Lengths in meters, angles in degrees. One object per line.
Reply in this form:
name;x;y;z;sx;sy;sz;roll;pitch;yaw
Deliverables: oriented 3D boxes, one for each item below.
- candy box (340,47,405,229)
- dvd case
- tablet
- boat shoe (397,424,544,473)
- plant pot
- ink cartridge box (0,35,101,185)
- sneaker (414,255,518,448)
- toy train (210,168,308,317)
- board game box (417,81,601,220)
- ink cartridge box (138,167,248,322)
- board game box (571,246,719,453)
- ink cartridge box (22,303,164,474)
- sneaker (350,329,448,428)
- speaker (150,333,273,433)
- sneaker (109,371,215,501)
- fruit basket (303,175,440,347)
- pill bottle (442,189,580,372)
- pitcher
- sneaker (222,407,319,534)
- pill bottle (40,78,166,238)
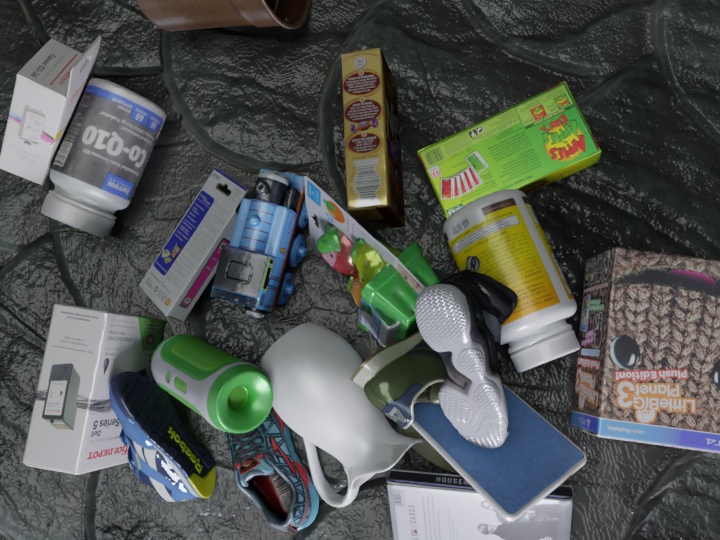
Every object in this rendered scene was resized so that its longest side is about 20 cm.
candy box;0.017;-0.162;0.873;0.056;0.117;0.200;-6;81;12
dvd case;0.134;0.294;0.781;0.200;0.025;0.150;2;122;14
tablet;0.138;0.176;0.773;0.130;0.014;0.200;-25;48;-30
boat shoe;0.143;0.202;0.820;0.201;0.063;0.074;10;124;24
plant pot;-0.196;-0.419;0.933;0.198;0.200;0.201;-1;81;21
ink cartridge box;-0.425;-0.232;0.941;0.067;0.117;0.200;24;128;-17
sneaker;0.131;0.084;0.729;0.075;0.114;0.200;-2;117;41
toy train;-0.121;-0.038;0.890;0.087;0.114;0.200;14;86;15
board game box;0.184;-0.143;0.865;0.200;0.048;0.102;-24;77;9
ink cartridge box;-0.221;-0.037;0.937;0.095;0.037;0.200;34;93;43
board game box;0.331;0.087;0.754;0.159;0.097;0.200;7;83;2
ink cartridge box;-0.344;0.152;0.900;0.084;0.145;0.200;7;84;13
sneaker;0.085;0.114;0.793;0.090;0.200;0.067;50;137;19
speaker;-0.188;0.135;0.849;0.200;0.088;0.089;12;84;52
sneaker;-0.268;0.221;0.878;0.082;0.074;0.200;-21;108;21
fruit basket;0.000;0.000;0.821;0.200;0.185;0.094;38;70;14
pill bottle;0.181;0.013;0.811;0.109;0.109;0.200;-23;77;9
pitcher;-0.044;0.180;0.846;0.200;0.121;0.172;49;122;16
sneaker;-0.122;0.233;0.860;0.079;0.096;0.200;-38;75;5
pill bottle;-0.363;-0.155;0.967;0.114;0.114;0.200;21;88;16
